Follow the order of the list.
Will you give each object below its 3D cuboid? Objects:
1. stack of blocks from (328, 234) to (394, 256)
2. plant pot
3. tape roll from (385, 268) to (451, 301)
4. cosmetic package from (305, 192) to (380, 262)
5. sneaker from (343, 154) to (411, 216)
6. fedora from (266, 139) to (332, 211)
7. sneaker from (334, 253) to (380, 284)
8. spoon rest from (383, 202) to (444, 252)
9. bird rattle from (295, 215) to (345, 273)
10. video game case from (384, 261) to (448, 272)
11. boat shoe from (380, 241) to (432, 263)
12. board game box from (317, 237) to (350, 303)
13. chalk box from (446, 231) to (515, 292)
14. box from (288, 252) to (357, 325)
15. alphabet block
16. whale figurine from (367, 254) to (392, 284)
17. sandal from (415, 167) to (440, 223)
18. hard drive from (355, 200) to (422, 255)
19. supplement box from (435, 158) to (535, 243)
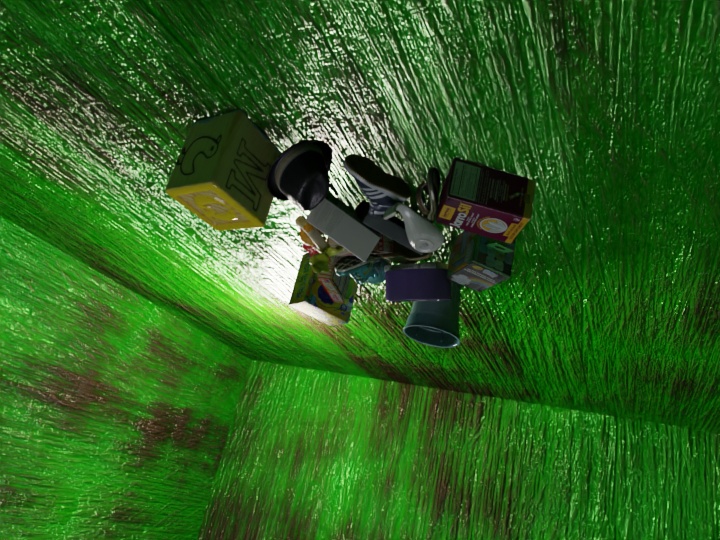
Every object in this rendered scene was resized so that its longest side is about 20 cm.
[{"bbox_3d":[-0.008,-0.080,1.631,0.195,0.061,0.113,-4,176,40],"label":"stack of blocks"},{"bbox_3d":[0.253,0.128,1.814,0.192,0.203,0.202,12,158,5],"label":"plant pot"},{"bbox_3d":[0.169,0.045,1.582,0.191,0.089,0.200,0,176,0],"label":"tape roll"},{"bbox_3d":[-0.044,-0.122,1.461,0.196,0.086,0.108,33,-165,-8],"label":"cosmetic package"},{"bbox_3d":[0.021,-0.204,1.338,0.195,0.072,0.108,24,143,-27],"label":"sneaker"},{"bbox_3d":[-0.131,-0.212,1.297,0.195,0.093,0.202,-25,156,-12],"label":"fedora"},{"bbox_3d":[0.000,0.000,1.523,0.075,0.083,0.197,9,-170,34],"label":"sneaker"},{"bbox_3d":[0.137,-0.110,1.368,0.097,0.063,0.198,-21,138,38],"label":"spoon rest"},{"bbox_3d":[-0.123,-0.091,1.518,0.165,0.111,0.201,55,179,-30],"label":"bird rattle"},{"bbox_3d":[0.194,-0.004,1.674,0.176,0.025,0.198,-3,174,32],"label":"video game case"},{"bbox_3d":[0.150,-0.057,1.630,0.068,0.076,0.196,28,164,-39],"label":"boat shoe"},{"bbox_3d":[-0.078,-0.002,1.794,0.044,0.157,0.201,7,156,16],"label":"board game box"},{"bbox_3d":[0.336,-0.043,1.461,0.121,0.128,0.200,21,157,-13],"label":"chalk box"},{"bbox_3d":[-0.126,0.063,1.922,0.196,0.200,0.120,28,155,-32],"label":"box"},{"bbox_3d":[-0.327,-0.238,1.337,0.190,0.207,0.196,-2,153,35],"label":"alphabet block"},{"bbox_3d":[0.029,0.002,1.794,0.154,0.107,0.200,19,158,-10],"label":"whale figurine"},{"bbox_3d":[0.162,-0.174,1.321,0.055,0.083,0.202,7,158,5],"label":"sandal"},{"bbox_3d":[0.083,-0.120,1.469,0.195,0.043,0.136,27,-164,-20],"label":"hard drive"},{"bbox_3d":[0.285,-0.158,1.248,0.192,0.107,0.132,15,159,2],"label":"supplement box"}]
